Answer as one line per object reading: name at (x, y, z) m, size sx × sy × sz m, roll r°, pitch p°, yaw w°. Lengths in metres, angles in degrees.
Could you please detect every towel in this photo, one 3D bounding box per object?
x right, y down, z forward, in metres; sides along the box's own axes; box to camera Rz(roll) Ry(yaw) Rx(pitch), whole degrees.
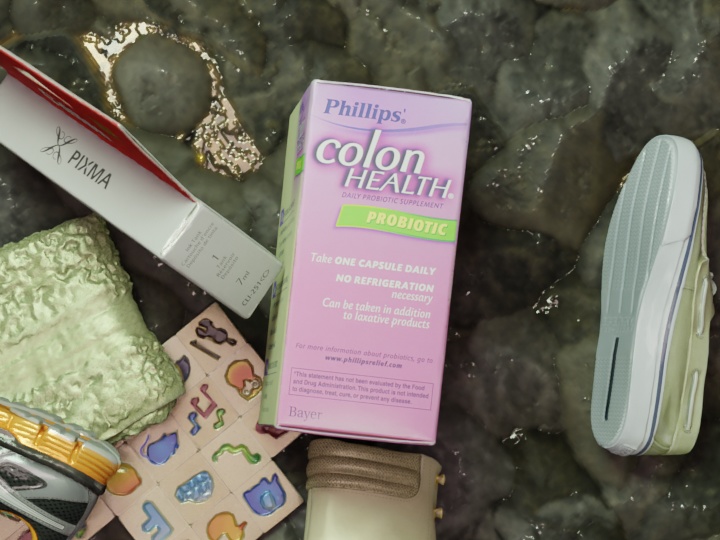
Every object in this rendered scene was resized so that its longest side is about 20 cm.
towel at (-0.222, 0.063, 1.615) m, size 0.199 × 0.036 × 0.149 m, roll -27°, pitch 83°, yaw -1°

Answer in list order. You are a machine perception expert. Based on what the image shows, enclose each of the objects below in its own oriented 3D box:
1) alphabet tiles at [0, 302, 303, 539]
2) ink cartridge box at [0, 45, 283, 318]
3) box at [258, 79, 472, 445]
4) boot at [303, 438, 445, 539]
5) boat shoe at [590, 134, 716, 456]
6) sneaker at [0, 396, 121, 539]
alphabet tiles at (-0.137, 0.121, 1.634) m, size 0.200 × 0.008 × 0.168 m, roll -39°, pitch 89°, yaw -3°
ink cartridge box at (-0.159, -0.064, 1.515) m, size 0.200 × 0.176 × 0.045 m, roll 33°, pitch 86°, yaw 41°
box at (0.000, 0.000, 1.556) m, size 0.096 × 0.176 × 0.202 m, roll 6°, pitch 86°, yaw -5°
boot at (0.041, 0.197, 1.599) m, size 0.199 × 0.073 × 0.157 m, roll 21°, pitch 62°, yaw -27°
boat shoe at (0.190, 0.018, 1.626) m, size 0.062 × 0.072 × 0.202 m, roll 10°, pitch 91°, yaw -26°
sneaker at (-0.246, 0.104, 1.557) m, size 0.199 × 0.078 × 0.078 m, roll 23°, pitch 94°, yaw 7°
